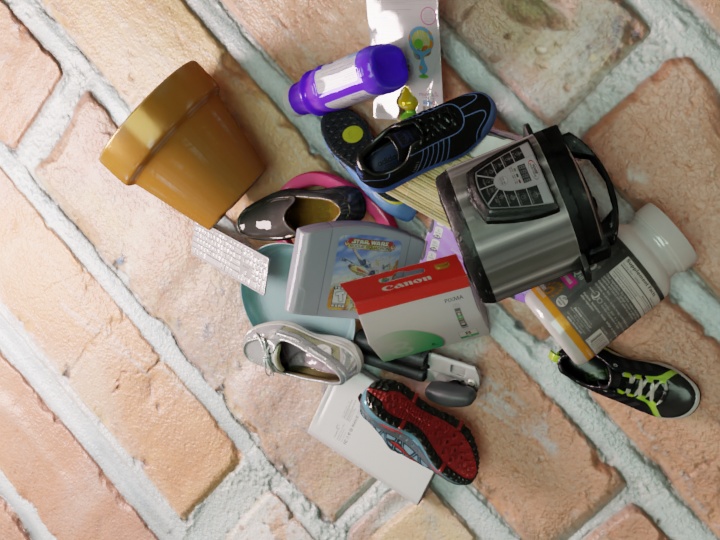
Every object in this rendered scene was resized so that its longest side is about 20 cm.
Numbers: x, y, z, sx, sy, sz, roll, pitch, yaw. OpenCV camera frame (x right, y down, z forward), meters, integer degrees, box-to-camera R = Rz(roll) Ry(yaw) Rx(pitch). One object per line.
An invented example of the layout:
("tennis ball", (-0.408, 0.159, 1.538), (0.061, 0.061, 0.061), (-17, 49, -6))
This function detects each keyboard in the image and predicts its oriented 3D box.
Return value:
("keyboard", (-0.196, -0.022, 1.593), (0.199, 0.011, 0.057), (27, 108, 45))

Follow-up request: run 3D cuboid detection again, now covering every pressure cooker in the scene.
("pressure cooker", (0.204, -0.073, 1.280), (0.198, 0.179, 0.177), (-20, 110, 6))

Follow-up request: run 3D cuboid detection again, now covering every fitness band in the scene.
("fitness band", (-0.038, -0.058, 1.548), (0.199, 0.037, 0.145), (29, 109, 15))

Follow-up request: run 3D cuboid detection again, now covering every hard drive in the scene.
("hard drive", (0.030, 0.236, 1.575), (0.199, 0.026, 0.133), (31, 110, 16))

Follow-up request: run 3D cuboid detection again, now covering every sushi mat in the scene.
("sushi mat", (0.110, -0.113, 1.399), (0.199, 0.012, 0.096), (30, 99, 16))

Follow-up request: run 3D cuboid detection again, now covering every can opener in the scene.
("can opener", (0.074, 0.139, 1.512), (0.198, 0.067, 0.054), (16, 125, 21))

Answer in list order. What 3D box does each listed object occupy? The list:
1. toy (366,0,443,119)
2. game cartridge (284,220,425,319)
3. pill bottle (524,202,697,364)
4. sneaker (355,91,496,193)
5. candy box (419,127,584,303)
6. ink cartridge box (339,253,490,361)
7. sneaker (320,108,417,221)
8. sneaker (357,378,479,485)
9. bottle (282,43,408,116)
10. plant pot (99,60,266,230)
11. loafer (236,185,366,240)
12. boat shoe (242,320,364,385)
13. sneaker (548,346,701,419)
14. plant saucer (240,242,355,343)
("toy", (0.068, -0.305, 1.448), (0.114, 0.047, 0.203), (10, 111, 33))
("game cartridge", (0.000, 0.000, 1.474), (0.198, 0.042, 0.135), (5, 110, -23))
("pill bottle", (0.314, 0.015, 1.343), (0.200, 0.116, 0.117), (-41, 82, 5))
("sneaker", (0.083, -0.168, 1.360), (0.199, 0.078, 0.071), (-33, 73, 6))
("candy box", (0.187, -0.080, 1.425), (0.166, 0.071, 0.202), (20, 106, 19))
("ink cartridge box", (0.077, 0.053, 1.416), (0.159, 0.200, 0.051), (-15, 66, 11))
("sneaker", (0.010, -0.144, 1.497), (0.066, 0.079, 0.200), (-36, 64, -9))
("sneaker", (0.082, 0.228, 1.508), (0.200, 0.079, 0.096), (41, 154, -2))
("bottle", (-0.027, -0.255, 1.464), (0.199, 0.083, 0.066), (-10, 96, 47))
("plant pot", (-0.242, -0.165, 1.545), (0.183, 0.200, 0.200), (44, 114, -6))
("loafer", (-0.094, -0.081, 1.511), (0.198, 0.072, 0.074), (-12, 93, 24))
("boat shoe", (-0.093, 0.125, 1.554), (0.200, 0.065, 0.075), (11, 120, 28))
("sneaker", (0.339, 0.148, 1.393), (0.198, 0.083, 0.073), (19, 107, 20))
("plant saucer", (-0.088, 0.048, 1.569), (0.198, 0.027, 0.202), (14, 121, 25))
